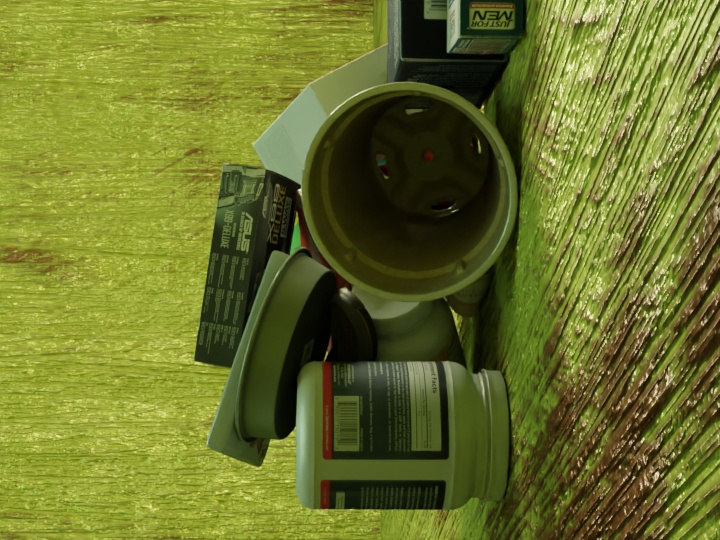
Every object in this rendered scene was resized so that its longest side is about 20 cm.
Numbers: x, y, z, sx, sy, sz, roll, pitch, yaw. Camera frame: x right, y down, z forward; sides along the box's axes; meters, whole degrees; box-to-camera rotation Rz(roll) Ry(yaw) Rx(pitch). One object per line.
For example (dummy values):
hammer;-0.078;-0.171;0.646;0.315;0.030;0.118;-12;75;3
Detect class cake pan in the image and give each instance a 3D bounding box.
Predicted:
cake pan;-0.069;0.079;1.390;0.200;0.036;0.203;17;-90;-78

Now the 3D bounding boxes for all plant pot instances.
plant pot;0.057;-0.094;1.347;0.184;0.197;0.204;-59;-28;-71

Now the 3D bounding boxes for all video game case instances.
video game case;-0.096;0.096;1.435;0.182;0.023;0.203;58;-130;-76

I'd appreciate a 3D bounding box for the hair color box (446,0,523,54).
hair color box;0.112;-0.303;1.264;0.100;0.060;0.203;-160;70;-88

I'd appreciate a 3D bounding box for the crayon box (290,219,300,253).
crayon box;-0.071;0.015;1.646;0.200;0.058;0.120;-48;-27;-47

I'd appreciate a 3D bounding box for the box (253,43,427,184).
box;-0.022;-0.159;1.592;0.098;0.124;0.200;59;153;1

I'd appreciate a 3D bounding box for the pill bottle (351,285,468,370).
pill bottle;0.053;0.089;1.495;0.113;0.111;0.201;-92;-13;-47

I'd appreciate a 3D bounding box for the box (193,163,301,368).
box;-0.115;-0.002;1.455;0.158;0.049;0.203;16;-98;-80

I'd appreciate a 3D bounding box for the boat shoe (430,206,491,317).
boat shoe;0.096;-0.015;1.496;0.200;0.070;0.065;-98;9;-67

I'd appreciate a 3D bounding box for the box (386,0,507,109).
box;0.083;-0.257;1.420;0.200;0.105;0.151;116;154;-83

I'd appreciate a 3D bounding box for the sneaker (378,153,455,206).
sneaker;0.069;-0.131;1.582;0.201;0.114;0.079;-96;1;-67

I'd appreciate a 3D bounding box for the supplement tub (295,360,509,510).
supplement tub;0.037;0.158;1.345;0.140;0.197;0.143;-179;90;-88

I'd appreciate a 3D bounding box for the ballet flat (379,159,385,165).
ballet flat;0.064;-0.059;1.725;0.072;0.071;0.201;93;155;-45

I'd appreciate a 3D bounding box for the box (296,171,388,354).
box;0.000;0.000;1.542;0.095;0.102;0.202;47;149;45

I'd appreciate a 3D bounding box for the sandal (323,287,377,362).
sandal;-0.012;0.113;1.430;0.081;0.054;0.202;35;142;44
